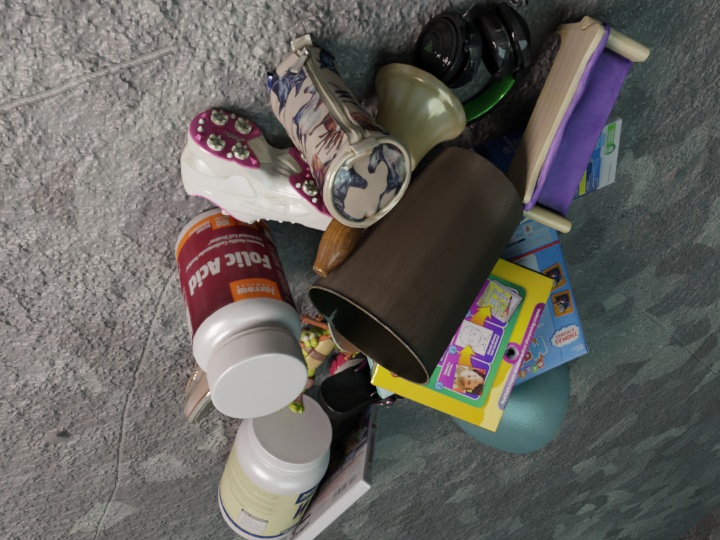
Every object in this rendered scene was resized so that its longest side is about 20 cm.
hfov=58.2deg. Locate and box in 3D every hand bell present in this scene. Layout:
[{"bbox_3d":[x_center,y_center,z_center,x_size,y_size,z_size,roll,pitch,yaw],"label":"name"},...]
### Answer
[{"bbox_3d":[0.012,-0.083,0.616,0.203,0.102,0.104,-60,141,-15],"label":"hand bell"}]

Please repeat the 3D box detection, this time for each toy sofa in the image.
[{"bbox_3d":[0.221,-0.149,0.676,0.081,0.098,0.205,18,102,-15],"label":"toy sofa"}]

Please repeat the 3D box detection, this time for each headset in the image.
[{"bbox_3d":[0.116,-0.208,0.623,0.120,0.096,0.202,-14,149,-13],"label":"headset"}]

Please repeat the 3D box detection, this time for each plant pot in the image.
[{"bbox_3d":[0.192,0.166,0.965,0.132,0.203,0.202,9,129,-31],"label":"plant pot"}]

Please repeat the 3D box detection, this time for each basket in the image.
[{"bbox_3d":[0.065,-0.012,0.647,0.136,0.179,0.201,47,74,-24],"label":"basket"}]

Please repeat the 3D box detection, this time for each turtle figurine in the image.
[{"bbox_3d":[-0.068,0.111,0.866,0.163,0.064,0.199,-53,157,7],"label":"turtle figurine"}]

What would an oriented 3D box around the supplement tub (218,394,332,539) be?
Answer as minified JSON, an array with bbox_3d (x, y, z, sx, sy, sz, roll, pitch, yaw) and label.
[{"bbox_3d":[-0.127,0.292,0.969,0.141,0.147,0.203,1,133,-28],"label":"supplement tub"}]

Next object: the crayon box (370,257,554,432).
[{"bbox_3d":[0.123,0.072,0.809,0.169,0.058,0.205,21,97,1],"label":"crayon box"}]

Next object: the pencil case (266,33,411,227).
[{"bbox_3d":[-0.023,-0.122,0.558,0.076,0.202,0.090,-27,134,-3],"label":"pencil case"}]

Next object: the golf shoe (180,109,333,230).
[{"bbox_3d":[-0.088,-0.082,0.652,0.197,0.077,0.092,27,133,-18],"label":"golf shoe"}]

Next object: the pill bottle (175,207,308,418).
[{"bbox_3d":[-0.124,0.040,0.670,0.111,0.202,0.116,-14,138,-13],"label":"pill bottle"}]

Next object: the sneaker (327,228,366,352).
[{"bbox_3d":[0.000,0.000,0.768,0.071,0.085,0.205,5,121,4],"label":"sneaker"}]

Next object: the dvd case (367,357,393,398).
[{"bbox_3d":[0.093,0.065,0.873,0.196,0.022,0.150,-22,107,-17],"label":"dvd case"}]

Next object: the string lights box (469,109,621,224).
[{"bbox_3d":[0.210,-0.122,0.786,0.196,0.060,0.104,-24,140,-2],"label":"string lights box"}]

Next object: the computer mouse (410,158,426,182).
[{"bbox_3d":[0.065,-0.077,0.732,0.058,0.034,0.202,-40,114,-10],"label":"computer mouse"}]

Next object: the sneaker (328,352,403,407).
[{"bbox_3d":[0.047,0.170,0.989,0.195,0.076,0.082,0,133,-28],"label":"sneaker"}]

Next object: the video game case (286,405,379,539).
[{"bbox_3d":[-0.043,0.333,1.041,0.023,0.183,0.201,36,114,-12],"label":"video game case"}]

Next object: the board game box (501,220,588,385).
[{"bbox_3d":[0.214,0.039,0.869,0.148,0.037,0.205,-19,96,-15],"label":"board game box"}]

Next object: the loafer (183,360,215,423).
[{"bbox_3d":[-0.181,0.117,0.840,0.201,0.063,0.071,-50,167,29],"label":"loafer"}]

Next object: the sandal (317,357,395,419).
[{"bbox_3d":[0.026,0.143,0.907,0.198,0.075,0.049,-26,153,-43],"label":"sandal"}]
